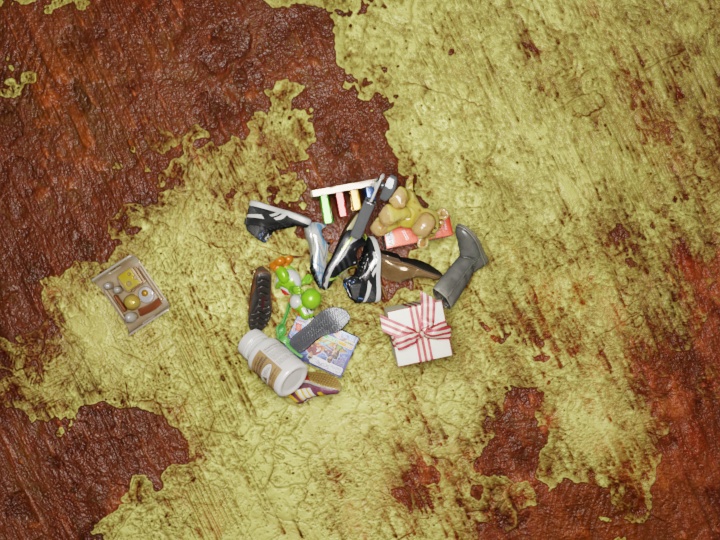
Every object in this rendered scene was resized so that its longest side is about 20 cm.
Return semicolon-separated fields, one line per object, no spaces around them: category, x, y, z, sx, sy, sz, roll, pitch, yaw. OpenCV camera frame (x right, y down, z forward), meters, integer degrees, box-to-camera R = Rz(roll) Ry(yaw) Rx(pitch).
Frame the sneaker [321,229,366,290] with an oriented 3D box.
sneaker;-0.044;-0.022;1.683;0.083;0.072;0.200;27;100;-8

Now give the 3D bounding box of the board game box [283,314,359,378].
board game box;-0.122;0.223;1.761;0.200;0.034;0.136;25;90;-1

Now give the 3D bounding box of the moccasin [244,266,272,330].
moccasin;-0.304;0.087;1.735;0.074;0.078;0.202;-4;110;-17

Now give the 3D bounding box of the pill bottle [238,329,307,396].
pill bottle;-0.259;0.261;1.687;0.200;0.114;0.114;35;90;29

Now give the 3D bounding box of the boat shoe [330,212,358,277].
boat shoe;-0.036;-0.077;1.746;0.063;0.073;0.200;23;101;-8

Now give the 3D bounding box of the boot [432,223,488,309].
boot;0.277;-0.012;1.715;0.200;0.073;0.182;-42;114;-13

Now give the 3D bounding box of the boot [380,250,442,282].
boot;0.146;0.003;1.759;0.200;0.074;0.076;17;106;4

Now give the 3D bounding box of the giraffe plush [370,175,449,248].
giraffe plush;0.147;-0.145;1.625;0.162;0.200;0.173;37;131;2

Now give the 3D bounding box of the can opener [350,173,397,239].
can opener;0.032;-0.171;1.571;0.066;0.053;0.200;28;115;-1

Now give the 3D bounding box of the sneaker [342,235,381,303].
sneaker;0.000;0.000;1.730;0.112;0.073;0.200;-5;93;-21

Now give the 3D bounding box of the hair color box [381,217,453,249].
hair color box;0.165;-0.111;1.733;0.200;0.102;0.061;-12;90;-2

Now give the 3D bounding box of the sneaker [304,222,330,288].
sneaker;-0.121;-0.046;1.742;0.072;0.072;0.200;-9;96;-15

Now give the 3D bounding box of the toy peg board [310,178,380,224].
toy peg board;-0.035;-0.194;1.677;0.199;0.200;0.098;-10;95;-2

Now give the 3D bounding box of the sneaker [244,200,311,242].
sneaker;-0.247;-0.128;1.719;0.200;0.073;0.112;18;95;18

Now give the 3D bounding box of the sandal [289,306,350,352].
sandal;-0.121;0.170;1.728;0.200;0.043;0.076;-31;84;9

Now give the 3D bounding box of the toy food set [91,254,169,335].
toy food set;-0.681;0.072;1.727;0.143;0.060;0.200;-34;92;-1

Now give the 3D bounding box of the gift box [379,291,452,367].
gift box;0.154;0.164;1.695;0.184;0.187;0.200;-17;93;-2

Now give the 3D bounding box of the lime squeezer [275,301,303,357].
lime squeezer;-0.214;0.188;1.721;0.071;0.038;0.200;-22;51;6

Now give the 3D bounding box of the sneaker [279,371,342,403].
sneaker;-0.152;0.355;1.743;0.200;0.075;0.090;8;110;13

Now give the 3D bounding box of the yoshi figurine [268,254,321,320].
yoshi figurine;-0.178;0.043;1.713;0.112;0.112;0.200;-27;85;-22
